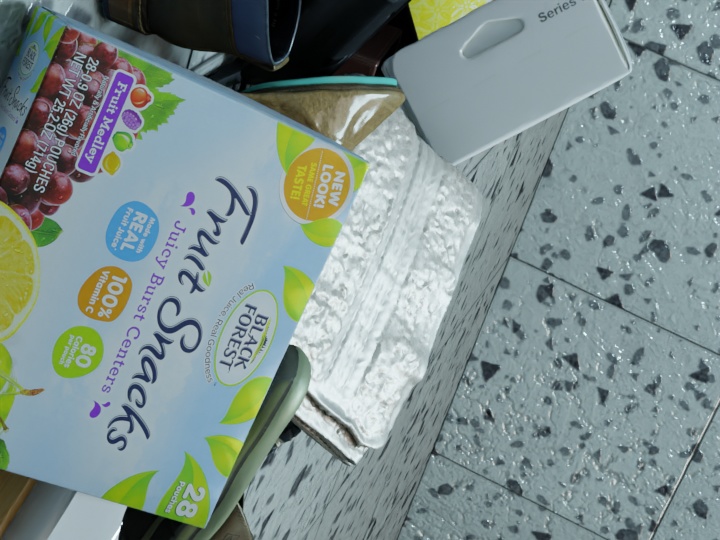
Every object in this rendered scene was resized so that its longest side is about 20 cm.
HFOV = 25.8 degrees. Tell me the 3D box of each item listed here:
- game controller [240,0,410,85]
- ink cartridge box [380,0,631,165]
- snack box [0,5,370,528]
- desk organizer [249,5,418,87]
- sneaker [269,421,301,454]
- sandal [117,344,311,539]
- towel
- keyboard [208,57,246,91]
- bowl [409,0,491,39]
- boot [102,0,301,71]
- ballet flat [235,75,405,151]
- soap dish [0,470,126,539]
[{"bbox_3d":[-0.030,-0.160,0.824,0.042,0.105,0.200,-27,178,-29],"label":"game controller"},{"bbox_3d":[0.106,-0.142,1.077,0.145,0.085,0.200,-27,-176,13],"label":"ink cartridge box"},{"bbox_3d":[-0.112,0.002,0.749,0.202,0.167,0.068,-64,-150,6],"label":"snack box"},{"bbox_3d":[-0.007,-0.162,1.091,0.200,0.076,0.072,-59,170,-58],"label":"desk organizer"},{"bbox_3d":[-0.049,0.030,0.961,0.202,0.077,0.086,-65,-168,-18],"label":"sneaker"},{"bbox_3d":[-0.076,0.126,0.839,0.201,0.057,0.080,-52,-152,25],"label":"sandal"},{"bbox_3d":[0.000,0.000,0.915,0.132,0.034,0.202,42,61,-38],"label":"towel"},{"bbox_3d":[-0.107,-0.049,1.066,0.127,0.020,0.202,-47,160,-59],"label":"keyboard"},{"bbox_3d":[0.093,-0.268,1.312,0.201,0.107,0.201,-60,168,-22],"label":"bowl"},{"bbox_3d":[-0.060,-0.192,0.760,0.075,0.096,0.201,-52,164,-49],"label":"boot"},{"bbox_3d":[-0.065,-0.067,0.818,0.068,0.198,0.073,-13,-100,58],"label":"ballet flat"},{"bbox_3d":[-0.207,0.163,0.888,0.201,0.081,0.158,-60,169,-26],"label":"soap dish"}]
